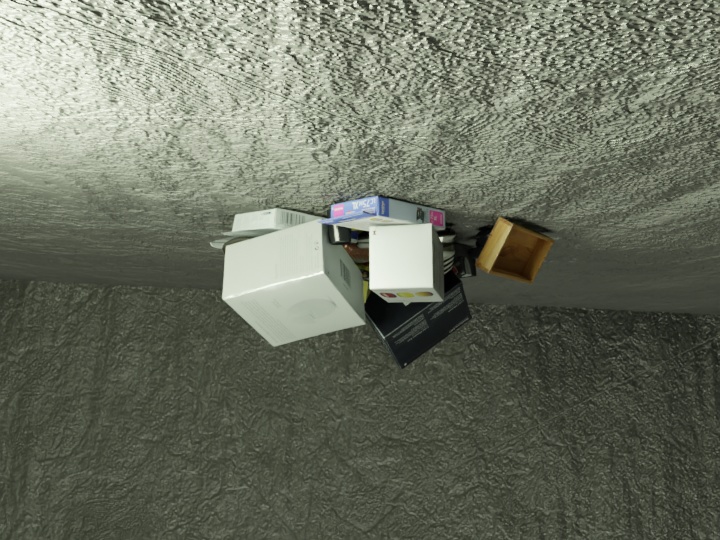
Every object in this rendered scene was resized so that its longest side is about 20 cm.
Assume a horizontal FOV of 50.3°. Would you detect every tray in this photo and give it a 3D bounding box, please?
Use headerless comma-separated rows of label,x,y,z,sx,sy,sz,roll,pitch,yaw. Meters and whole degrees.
tray,0.294,-0.035,1.449,0.037,0.099,0.199,33,-167,35

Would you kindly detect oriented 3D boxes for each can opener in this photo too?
can opener,0.267,-0.053,1.566,0.063,0.079,0.200,-36,-179,-6

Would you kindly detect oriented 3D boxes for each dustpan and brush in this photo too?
dustpan and brush,-0.217,-0.052,1.687,0.139,0.058,0.200,4,-164,31

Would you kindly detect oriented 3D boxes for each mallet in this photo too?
mallet,0.014,-0.090,1.402,0.041,0.066,0.199,-12,-179,44

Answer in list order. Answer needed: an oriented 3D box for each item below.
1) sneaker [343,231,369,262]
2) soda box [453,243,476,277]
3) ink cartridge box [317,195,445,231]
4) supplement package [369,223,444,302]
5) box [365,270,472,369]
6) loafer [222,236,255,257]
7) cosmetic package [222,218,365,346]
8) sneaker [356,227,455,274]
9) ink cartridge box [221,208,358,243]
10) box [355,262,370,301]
sneaker,0.031,-0.047,1.598,0.198,0.072,0.080,6,178,9
soda box,0.180,-0.027,1.718,0.063,0.071,0.199,-9,168,41
ink cartridge box,0.037,-0.093,1.307,0.199,0.042,0.119,4,173,-42
supplement package,0.085,-0.009,1.359,0.113,0.111,0.200,-2,171,11
box,0.120,0.086,1.624,0.199,0.104,0.182,-35,148,-5
loafer,-0.183,-0.025,1.515,0.198,0.072,0.073,3,174,15
cosmetic package,-0.119,0.027,1.416,0.199,0.124,0.200,-15,144,15
sneaker,0.088,-0.023,1.509,0.199,0.116,0.076,1,-163,11
ink cartridge box,-0.139,-0.081,1.494,0.199,0.041,0.199,9,173,-39
box,0.000,0.000,1.612,0.075,0.050,0.200,14,-157,8
